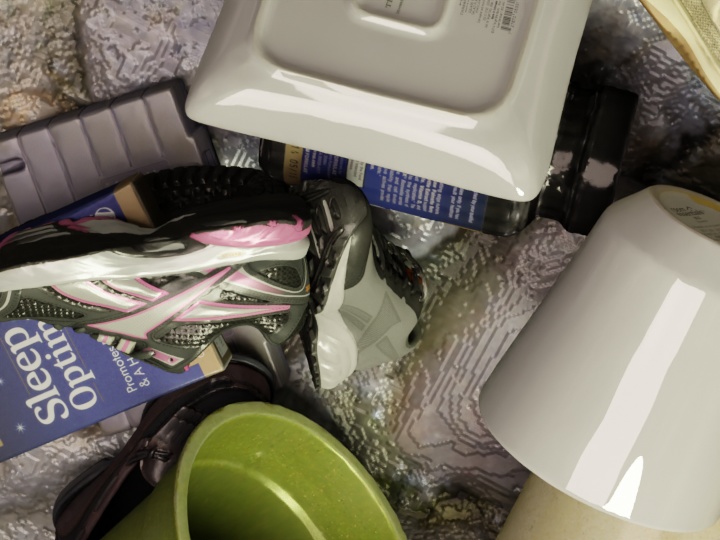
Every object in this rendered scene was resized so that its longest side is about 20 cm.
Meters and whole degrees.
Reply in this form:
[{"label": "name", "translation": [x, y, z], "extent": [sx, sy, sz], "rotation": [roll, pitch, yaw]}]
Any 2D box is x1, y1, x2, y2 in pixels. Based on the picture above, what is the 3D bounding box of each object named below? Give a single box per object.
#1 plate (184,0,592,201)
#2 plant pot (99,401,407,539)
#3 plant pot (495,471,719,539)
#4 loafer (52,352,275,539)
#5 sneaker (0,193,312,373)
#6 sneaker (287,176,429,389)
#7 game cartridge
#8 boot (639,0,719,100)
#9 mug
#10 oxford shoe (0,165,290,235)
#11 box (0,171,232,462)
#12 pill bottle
[{"label": "plate", "translation": [0.025, -0.148, 1.355], "extent": [0.200, 0.200, 0.032], "rotation": [15, 152, 5]}, {"label": "plant pot", "translation": [-0.098, 0.206, 1.448], "extent": [0.190, 0.200, 0.200], "rotation": [-31, 101, 32]}, {"label": "plant pot", "translation": [0.144, 0.198, 1.455], "extent": [0.200, 0.200, 0.184], "rotation": [19, 100, 3]}, {"label": "loafer", "translation": [-0.120, 0.129, 1.511], "extent": [0.072, 0.063, 0.200], "rotation": [31, 126, -24]}, {"label": "sneaker", "translation": [-0.121, 0.018, 1.345], "extent": [0.200, 0.080, 0.086], "rotation": [-7, 106, 5]}, {"label": "sneaker", "translation": [0.000, 0.000, 1.422], "extent": [0.079, 0.200, 0.074], "rotation": [-14, 66, -5]}, {"label": "game cartridge", "translation": [-0.131, -0.007, 1.504], "extent": [0.130, 0.038, 0.200], "rotation": [-17, 105, 11]}, {"label": "boot", "translation": [0.243, -0.164, 1.363], "extent": [0.155, 0.073, 0.200], "rotation": [-38, 103, 14]}, {"label": "mug", "translation": [0.160, 0.031, 1.368], "extent": [0.149, 0.187, 0.153], "rotation": [19, 110, -14]}, {"label": "oxford shoe", "translation": [-0.125, -0.005, 1.460], "extent": [0.200, 0.073, 0.084], "rotation": [-18, 125, 15]}, {"label": "box", "translation": [-0.189, 0.038, 1.416], "extent": [0.200, 0.032, 0.121], "rotation": [-23, 103, 14]}, {"label": "pill bottle", "translation": [0.051, -0.083, 1.402], "extent": [0.200, 0.112, 0.112], "rotation": [15, 111, 5]}]
